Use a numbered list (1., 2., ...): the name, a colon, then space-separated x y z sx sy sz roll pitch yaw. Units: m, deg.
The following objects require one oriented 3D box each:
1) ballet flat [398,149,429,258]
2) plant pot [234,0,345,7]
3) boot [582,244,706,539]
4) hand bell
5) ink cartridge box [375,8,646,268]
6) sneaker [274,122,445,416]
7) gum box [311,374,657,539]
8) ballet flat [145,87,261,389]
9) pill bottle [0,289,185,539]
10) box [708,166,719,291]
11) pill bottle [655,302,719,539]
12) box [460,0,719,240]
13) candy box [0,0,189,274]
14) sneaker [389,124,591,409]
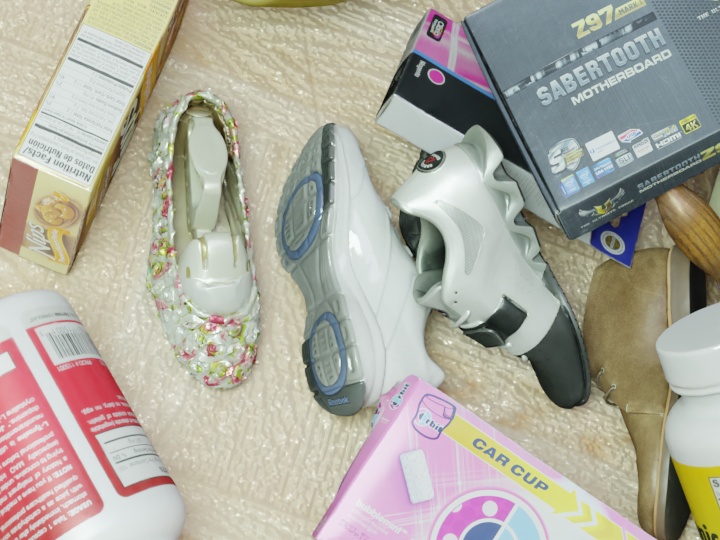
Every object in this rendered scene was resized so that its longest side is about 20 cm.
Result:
1. ballet flat: 0.075 -0.091 1.273 0.066 0.057 0.201 20 56 -3
2. plant pot: 0.002 -0.280 1.280 0.187 0.201 0.202 -4 65 -36
3. boot: 0.187 0.082 1.233 0.075 0.074 0.202 -4 67 21
4. hand bell: 0.252 0.017 1.212 0.200 0.104 0.104 51 59 -15
5. ink cartridge box: 0.111 -0.088 1.247 0.199 0.037 0.095 31 47 -9
6. sneaker: 0.000 0.000 1.211 0.086 0.074 0.202 4 66 -33
7. gum box: 0.074 0.162 1.125 0.199 0.066 0.114 34 82 1
8. ballet flat: -0.100 -0.027 1.186 0.075 0.064 0.202 -3 66 -20
9. pill bottle: -0.170 0.121 1.063 0.112 0.112 0.201 -25 74 -26
10. box: 0.354 -0.061 1.268 0.198 0.097 0.177 2 54 31
11. pill bottle: 0.253 0.123 1.152 0.111 0.111 0.202 -28 104 -27
12. box: 0.183 -0.135 1.182 0.199 0.051 0.159 -26 63 6
13. candy box: -0.164 -0.112 1.177 0.055 0.116 0.201 22 60 -5
14. sneaker: 0.079 0.014 1.194 0.088 0.074 0.201 -31 110 -9
